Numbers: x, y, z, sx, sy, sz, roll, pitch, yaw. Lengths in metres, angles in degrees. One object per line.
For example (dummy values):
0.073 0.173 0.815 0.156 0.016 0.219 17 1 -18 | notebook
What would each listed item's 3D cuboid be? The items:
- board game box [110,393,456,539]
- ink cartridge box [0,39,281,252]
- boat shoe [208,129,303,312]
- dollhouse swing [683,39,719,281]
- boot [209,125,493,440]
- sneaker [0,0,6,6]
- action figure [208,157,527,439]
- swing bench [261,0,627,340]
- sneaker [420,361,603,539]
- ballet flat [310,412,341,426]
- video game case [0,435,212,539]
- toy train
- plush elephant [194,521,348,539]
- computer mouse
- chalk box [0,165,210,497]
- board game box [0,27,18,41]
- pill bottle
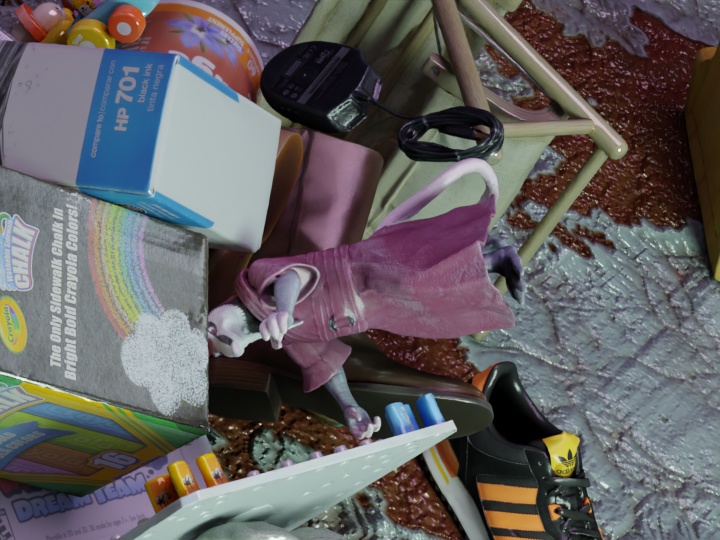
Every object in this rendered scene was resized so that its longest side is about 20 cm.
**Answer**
-0.078 0.130 1.507 0.200 0.200 0.026 -13 74 -44 | board game box
-0.167 -0.071 1.558 0.200 0.086 0.146 8 -9 23 | ink cartridge box
-0.103 -0.009 1.640 0.070 0.070 0.200 17 57 14 | boat shoe
0.341 -0.103 2.103 0.182 0.176 0.200 20 39 -19 | dollhouse swing
0.000 0.000 1.687 0.186 0.064 0.200 8 59 4 | boot
-0.258 -0.195 1.827 0.082 0.075 0.200 10 43 -27 | sneaker
-0.009 0.005 1.571 0.200 0.134 0.149 -9 57 1 | action figure
0.037 -0.086 1.832 0.130 0.199 0.200 -4 52 -40 | swing bench
0.114 0.147 1.726 0.070 0.090 0.200 -9 55 -43 | sneaker
-0.034 0.012 1.761 0.068 0.072 0.200 -13 63 -9 | ballet flat
-0.174 0.073 1.580 0.200 0.024 0.182 -9 75 -50 | video game case
-0.169 -0.188 1.805 0.056 0.200 0.150 46 71 -17 | toy train
-0.031 0.209 1.492 0.165 0.155 0.200 3 48 -35 | plush elephant
0.014 -0.098 1.737 0.200 0.034 0.059 24 65 41 | computer mouse
-0.194 0.028 1.469 0.200 0.124 0.124 19 57 -36 | chalk box
-0.325 -0.109 1.664 0.159 0.097 0.200 38 37 5 | board game box
-0.134 -0.078 1.765 0.112 0.112 0.200 29 38 -8 | pill bottle
